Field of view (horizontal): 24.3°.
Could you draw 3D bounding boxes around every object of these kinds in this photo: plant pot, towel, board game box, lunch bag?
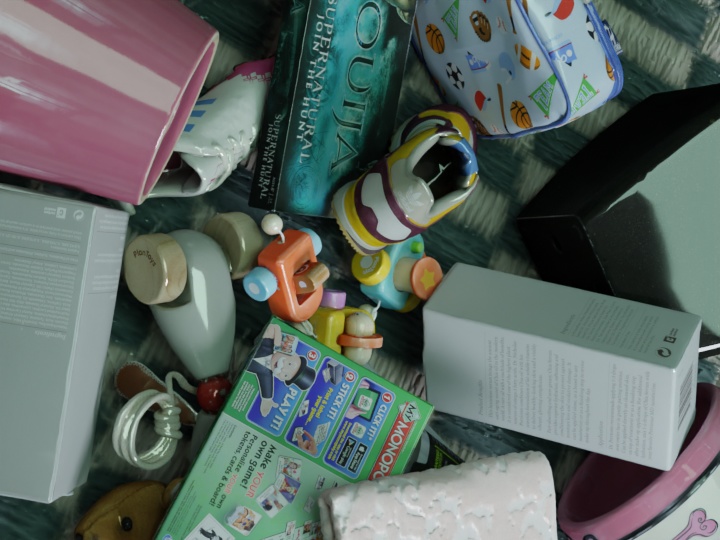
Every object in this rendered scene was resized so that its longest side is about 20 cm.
[{"bbox_3d":[0.248,-0.022,1.355,0.177,0.200,0.200,-29,99,-15],"label":"plant pot"},{"bbox_3d":[-0.199,-0.138,1.100,0.179,0.200,0.200,25,74,-2],"label":"plant pot"},{"bbox_3d":[0.065,0.231,1.161,0.200,0.032,0.191,-4,86,-39],"label":"towel"},{"bbox_3d":[-0.049,0.148,1.153,0.134,0.029,0.200,30,64,-6],"label":"board game box"},{"bbox_3d":[0.113,-0.185,1.288,0.075,0.200,0.160,-31,100,-22],"label":"lunch bag"},{"bbox_3d":[-0.016,-0.139,1.258,0.135,0.028,0.200,3,99,-55],"label":"board game box"}]

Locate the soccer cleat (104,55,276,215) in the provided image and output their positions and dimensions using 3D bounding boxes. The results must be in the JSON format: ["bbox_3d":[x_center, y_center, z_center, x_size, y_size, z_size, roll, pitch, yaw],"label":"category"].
[{"bbox_3d":[-0.106,-0.093,1.227,0.200,0.086,0.070,-24,136,-21],"label":"soccer cleat"}]

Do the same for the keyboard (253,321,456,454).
[{"bbox_3d":[0.000,0.105,1.315,0.200,0.011,0.056,47,73,-16],"label":"keyboard"}]

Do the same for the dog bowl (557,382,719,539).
[{"bbox_3d":[0.241,0.170,1.329,0.074,0.200,0.200,47,67,-7],"label":"dog bowl"}]

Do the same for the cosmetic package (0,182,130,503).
[{"bbox_3d":[-0.218,0.048,1.128,0.090,0.107,0.200,12,89,4],"label":"cosmetic package"}]

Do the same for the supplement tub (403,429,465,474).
[{"bbox_3d":[0.040,0.190,1.263,0.200,0.122,0.123,40,70,-18],"label":"supplement tub"}]

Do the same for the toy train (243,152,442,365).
[{"bbox_3d":[0.000,0.000,1.250,0.200,0.056,0.150,-39,130,-43],"label":"toy train"}]

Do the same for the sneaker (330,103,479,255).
[{"bbox_3d":[0.060,-0.078,1.253,0.075,0.090,0.200,57,37,-13],"label":"sneaker"}]

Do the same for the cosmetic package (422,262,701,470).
[{"bbox_3d":[0.151,0.071,1.272,0.071,0.200,0.102,-52,147,-46],"label":"cosmetic package"}]

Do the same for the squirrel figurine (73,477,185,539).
[{"bbox_3d":[-0.115,0.236,1.187,0.200,0.142,0.187,-9,78,-25],"label":"squirrel figurine"}]

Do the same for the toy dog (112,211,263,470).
[{"bbox_3d":[-0.131,0.052,1.214,0.132,0.096,0.200,15,83,-40],"label":"toy dog"}]
